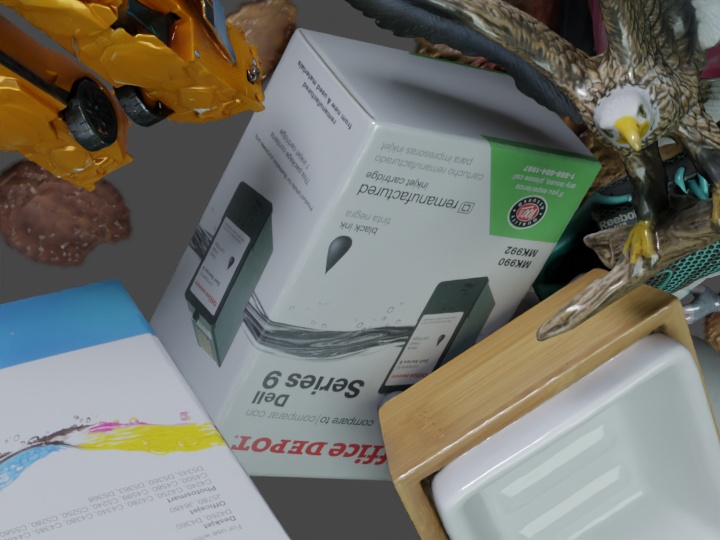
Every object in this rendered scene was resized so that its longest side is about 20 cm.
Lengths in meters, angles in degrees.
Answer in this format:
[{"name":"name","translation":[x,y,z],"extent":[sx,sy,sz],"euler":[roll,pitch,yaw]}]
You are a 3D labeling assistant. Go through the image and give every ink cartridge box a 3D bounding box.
[{"name":"ink cartridge box","translation":[0.000,0.000,1.089],"extent":[0.146,0.084,0.200],"euler":[7,122,-39]},{"name":"ink cartridge box","translation":[-0.136,0.132,1.020],"extent":[0.146,0.200,0.147],"euler":[-14,132,-26]}]

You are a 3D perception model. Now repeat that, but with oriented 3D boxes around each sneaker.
[{"name":"sneaker","translation":[0.160,-0.025,1.127],"extent":[0.091,0.078,0.200],"euler":[-11,162,-42]}]

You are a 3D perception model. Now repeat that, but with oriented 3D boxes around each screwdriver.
[{"name":"screwdriver","translation":[0.113,-0.180,1.064],"extent":[0.029,0.028,0.201],"euler":[2,123,-1]}]

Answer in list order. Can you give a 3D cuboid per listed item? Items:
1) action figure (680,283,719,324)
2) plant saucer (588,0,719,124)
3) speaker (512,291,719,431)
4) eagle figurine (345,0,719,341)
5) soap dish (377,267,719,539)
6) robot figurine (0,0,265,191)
[{"name":"action figure","translation":[0.259,0.011,1.233],"extent":[0.134,0.149,0.200],"euler":[-56,165,-4]},{"name":"plant saucer","translation":[0.175,-0.161,1.073],"extent":[0.200,0.051,0.201],"euler":[-32,143,-29]},{"name":"speaker","translation":[0.109,0.057,1.220],"extent":[0.200,0.081,0.081],"euler":[14,117,-43]},{"name":"eagle figurine","translation":[0.099,-0.090,0.954],"extent":[0.152,0.151,0.200],"euler":[-38,105,-18]},{"name":"soap dish","translation":[0.099,0.100,1.127],"extent":[0.157,0.081,0.200],"euler":[-33,141,-6]},{"name":"robot figurine","translation":[-0.135,-0.104,0.902],"extent":[0.145,0.058,0.200],"euler":[-23,144,24]}]
